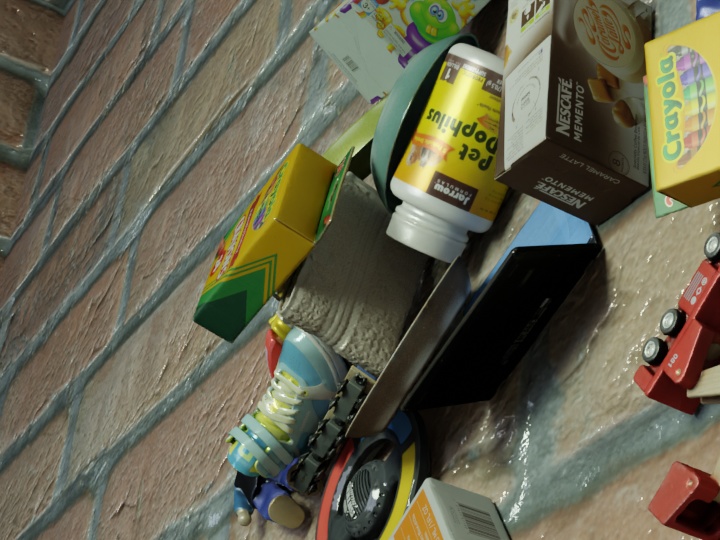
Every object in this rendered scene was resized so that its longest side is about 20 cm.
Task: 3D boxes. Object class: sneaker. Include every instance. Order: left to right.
[{"bbox_3d":[-0.080,0.143,1.672,0.080,0.130,0.200,40,152,28],"label":"sneaker"}]

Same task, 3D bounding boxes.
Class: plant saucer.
[{"bbox_3d":[0.008,-0.138,1.784,0.200,0.031,0.200,-42,-5,-4],"label":"plant saucer"},{"bbox_3d":[0.051,0.078,1.528,0.200,0.032,0.200,-56,-4,-7],"label":"plant saucer"},{"bbox_3d":[0.060,-0.154,1.668,0.200,0.036,0.200,-54,-20,-29],"label":"plant saucer"}]

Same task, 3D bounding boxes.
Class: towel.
[{"bbox_3d":[0.000,0.000,1.653,0.034,0.132,0.200,-36,27,47],"label":"towel"}]

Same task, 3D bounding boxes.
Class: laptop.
[{"bbox_3d":[0.114,0.013,1.455,0.116,0.200,0.187,49,121,28],"label":"laptop"}]

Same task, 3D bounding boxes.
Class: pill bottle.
[{"bbox_3d":[0.100,-0.112,1.598,0.200,0.109,0.109,-66,22,6],"label":"pill bottle"}]

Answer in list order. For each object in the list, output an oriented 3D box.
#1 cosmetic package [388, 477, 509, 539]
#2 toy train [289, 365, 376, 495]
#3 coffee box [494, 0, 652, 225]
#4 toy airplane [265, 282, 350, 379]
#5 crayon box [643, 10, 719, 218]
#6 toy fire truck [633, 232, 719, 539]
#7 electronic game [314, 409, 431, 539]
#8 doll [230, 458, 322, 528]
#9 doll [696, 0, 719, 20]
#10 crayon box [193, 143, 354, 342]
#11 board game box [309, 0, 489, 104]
[{"bbox_3d":[0.049,0.291,1.402,0.200,0.071,0.101,-61,24,19],"label":"cosmetic package"},{"bbox_3d":[-0.025,0.160,1.651,0.046,0.034,0.200,-46,-12,-43],"label":"toy train"},{"bbox_3d":[0.188,-0.157,1.432,0.080,0.114,0.200,-38,36,50],"label":"coffee box"},{"bbox_3d":[-0.048,0.009,1.769,0.200,0.141,0.199,129,160,-53],"label":"toy airplane"},{"bbox_3d":[0.278,-0.126,1.189,0.200,0.051,0.127,-22,61,42],"label":"crayon box"},{"bbox_3d":[0.256,0.074,1.154,0.200,0.049,0.141,-61,24,14],"label":"toy fire truck"},{"bbox_3d":[0.009,0.223,1.593,0.200,0.042,0.200,-48,30,40],"label":"electronic game"},{"bbox_3d":[-0.099,0.226,1.828,0.137,0.048,0.200,-60,21,-7],"label":"doll"},{"bbox_3d":[0.282,-0.162,1.287,0.136,0.048,0.201,-6,70,54],"label":"doll"},{"bbox_3d":[-0.086,-0.036,1.617,0.200,0.051,0.127,-48,17,36],"label":"crayon box"},{"bbox_3d":[0.060,-0.290,1.752,0.200,0.105,0.103,-48,12,-27],"label":"board game box"}]
